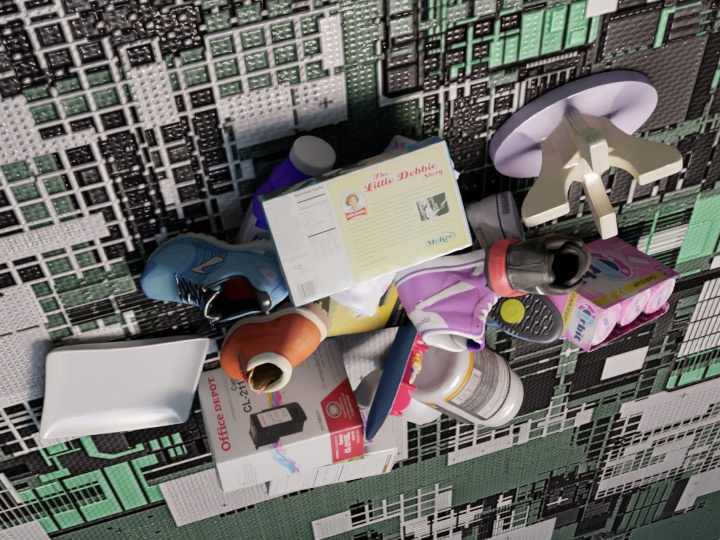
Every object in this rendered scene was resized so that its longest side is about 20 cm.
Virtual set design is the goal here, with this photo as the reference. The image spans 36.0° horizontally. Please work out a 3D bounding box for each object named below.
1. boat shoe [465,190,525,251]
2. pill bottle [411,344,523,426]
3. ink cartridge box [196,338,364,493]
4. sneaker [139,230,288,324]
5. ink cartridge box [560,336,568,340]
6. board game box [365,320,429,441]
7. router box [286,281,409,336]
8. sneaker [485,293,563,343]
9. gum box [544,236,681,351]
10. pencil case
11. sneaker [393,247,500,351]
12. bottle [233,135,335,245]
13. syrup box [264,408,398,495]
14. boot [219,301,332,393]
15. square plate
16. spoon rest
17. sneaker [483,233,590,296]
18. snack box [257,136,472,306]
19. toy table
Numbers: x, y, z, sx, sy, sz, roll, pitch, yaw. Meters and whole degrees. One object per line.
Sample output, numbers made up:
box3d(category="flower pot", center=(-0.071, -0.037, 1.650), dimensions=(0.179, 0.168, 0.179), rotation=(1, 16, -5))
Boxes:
box3d(category="boat shoe", center=(0.174, -0.027, 1.390), dimensions=(0.065, 0.072, 0.200), rotation=(-10, 153, 12))
box3d(category="pill bottle", center=(0.147, 0.154, 1.583), dimensions=(0.116, 0.117, 0.200), rotation=(-34, 144, 19))
box3d(category="ink cartridge box", center=(-0.108, 0.192, 1.475), dimensions=(0.199, 0.146, 0.083), rotation=(-14, 144, -10))
box3d(category="sneaker", center=(-0.163, 0.012, 1.196), dimensions=(0.199, 0.090, 0.079), rotation=(-3, 124, 29))
box3d(category="ink cartridge box", center=(0.266, 0.043, 1.547), dimensions=(0.199, 0.051, 0.109), rotation=(8, 137, -36))
box3d(category="board game box", center=(0.061, 0.131, 1.434), dimensions=(0.039, 0.201, 0.158), rotation=(21, 169, -6))
box3d(category="router box", center=(0.000, 0.000, 1.350), dimensions=(0.156, 0.052, 0.201), rotation=(-7, 143, -18))
box3d(category="sneaker", center=(0.166, 0.038, 1.400), dimensions=(0.066, 0.199, 0.078), rotation=(-66, 160, -5))
box3d(category="gum box", center=(0.313, 0.024, 1.429), dimensions=(0.199, 0.113, 0.067), rotation=(-19, 132, -43))
box3d(category="pencil case", center=(0.027, -0.048, 1.213), dimensions=(0.090, 0.083, 0.201), rotation=(22, 103, -38))
box3d(category="sneaker", center=(0.136, 0.038, 1.291), dimensions=(0.199, 0.115, 0.073), rotation=(-11, 158, -31))
box3d(category="bottle", center=(-0.081, -0.060, 1.210), dimensions=(0.083, 0.066, 0.200), rotation=(14, 136, -16))
box3d(category="syrup box", center=(-0.050, 0.271, 1.675), dimensions=(0.199, 0.079, 0.082), rotation=(-8, 144, -17))
box3d(category="boot", center=(-0.127, 0.108, 1.353), dimensions=(0.075, 0.107, 0.200), rotation=(43, 141, -16))
box3d(category="square plate", center=(-0.305, 0.145, 1.414), dimensions=(0.199, 0.029, 0.199), rotation=(-4, 143, -23))
box3d(category="spoon rest", center=(0.054, 0.182, 1.596), dimensions=(0.099, 0.061, 0.200), rotation=(13, 173, 29))
box3d(category="sneaker", center=(0.227, -0.007, 1.273), dimensions=(0.097, 0.071, 0.200), rotation=(-2, -178, 38))
box3d(category="snack box", center=(0.006, -0.051, 1.139), dimensions=(0.199, 0.037, 0.117), rotation=(-19, 107, -7))
box3d(category="toy table", center=(0.256, -0.130, 1.247), dimensions=(0.199, 0.118, 0.184), rotation=(-28, 145, 13))
